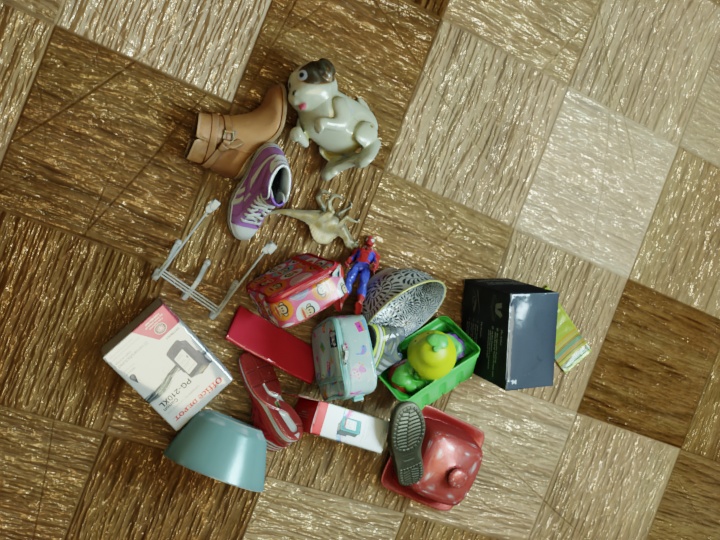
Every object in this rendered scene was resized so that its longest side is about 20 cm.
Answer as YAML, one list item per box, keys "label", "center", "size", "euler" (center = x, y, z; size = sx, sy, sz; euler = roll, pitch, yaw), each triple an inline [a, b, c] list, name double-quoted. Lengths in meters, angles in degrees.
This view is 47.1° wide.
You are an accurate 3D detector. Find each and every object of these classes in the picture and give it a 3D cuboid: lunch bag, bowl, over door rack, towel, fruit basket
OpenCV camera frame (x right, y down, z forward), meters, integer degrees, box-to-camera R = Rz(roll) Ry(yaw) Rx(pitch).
- label: "lunch bag"
  center: [-0.110, 0.029, 1.547]
  size: [0.176, 0.200, 0.082]
  euler: [-28, 107, -18]
- label: "bowl"
  center: [0.063, 0.058, 1.655]
  size: [0.201, 0.201, 0.094]
  euler: [-28, 61, -17]
- label: "bowl"
  center: [-0.255, 0.328, 1.542]
  size: [0.201, 0.201, 0.105]
  euler: [26, 80, -21]
- label: "lunch bag"
  center: [-0.035, 0.171, 1.571]
  size: [0.077, 0.200, 0.161]
  euler: [-4, 80, -17]
- label: "over door rack"
  center: [-0.272, -0.023, 1.542]
  size: [0.148, 0.067, 0.200]
  euler: [37, 105, -20]
- label: "towel"
  center: [0.444, 0.134, 1.864]
  size: [0.086, 0.018, 0.200]
  euler: [-41, 109, -12]
- label: "fruit basket"
  center: [0.132, 0.173, 1.661]
  size: [0.215, 0.156, 0.216]
  euler: [-20, 132, -24]

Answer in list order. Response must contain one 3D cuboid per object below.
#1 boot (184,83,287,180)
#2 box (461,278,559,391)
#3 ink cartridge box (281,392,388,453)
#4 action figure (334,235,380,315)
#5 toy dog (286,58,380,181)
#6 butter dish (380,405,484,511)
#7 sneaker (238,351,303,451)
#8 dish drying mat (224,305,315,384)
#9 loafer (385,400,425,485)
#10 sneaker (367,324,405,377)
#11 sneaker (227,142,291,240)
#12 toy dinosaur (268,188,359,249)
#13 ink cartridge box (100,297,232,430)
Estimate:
- label: "boot"
  center: [-0.228, -0.269, 1.525]
  size: [0.155, 0.074, 0.200]
  euler: [16, 95, -27]
- label: "box"
  center: [0.305, 0.127, 1.714]
  size: [0.117, 0.200, 0.197]
  euler: [-1, 98, -20]
- label: "ink cartridge box"
  center: [-0.059, 0.302, 1.642]
  size: [0.200, 0.116, 0.067]
  euler: [21, 77, -21]
- label: "action figure"
  center: [0.000, 0.000, 1.613]
  size: [0.065, 0.200, 0.052]
  euler: [8, 131, 9]
- label: "toy dog"
  center: [-0.054, -0.301, 1.548]
  size: [0.200, 0.140, 0.194]
  euler: [48, 59, -27]
- label: "butter dish"
  center: [0.176, 0.412, 1.733]
  size: [0.199, 0.148, 0.200]
  euler: [27, 88, -21]
- label: "sneaker"
  center: [-0.203, 0.266, 1.612]
  size: [0.078, 0.116, 0.200]
  euler: [-10, 64, -49]
- label: "dish drying mat"
  center: [-0.170, 0.149, 1.628]
  size: [0.200, 0.018, 0.077]
  euler: [32, 61, -20]
- label: "loafer"
  center: [0.084, 0.337, 1.641]
  size: [0.076, 0.067, 0.200]
  euler: [-11, 119, -19]
- label: "sneaker"
  center: [0.037, 0.177, 1.609]
  size: [0.081, 0.074, 0.200]
  euler: [-4, 142, -18]
- label: "sneaker"
  center: [-0.185, -0.124, 1.517]
  size: [0.073, 0.114, 0.201]
  euler: [6, 121, -31]
- label: "toy dinosaur"
  center: [-0.073, -0.105, 1.619]
  size: [0.200, 0.058, 0.101]
  euler: [24, 90, -21]
- label: "ink cartridge box"
  center: [-0.358, 0.175, 1.536]
  size: [0.145, 0.084, 0.200]
  euler: [-43, 109, -9]
